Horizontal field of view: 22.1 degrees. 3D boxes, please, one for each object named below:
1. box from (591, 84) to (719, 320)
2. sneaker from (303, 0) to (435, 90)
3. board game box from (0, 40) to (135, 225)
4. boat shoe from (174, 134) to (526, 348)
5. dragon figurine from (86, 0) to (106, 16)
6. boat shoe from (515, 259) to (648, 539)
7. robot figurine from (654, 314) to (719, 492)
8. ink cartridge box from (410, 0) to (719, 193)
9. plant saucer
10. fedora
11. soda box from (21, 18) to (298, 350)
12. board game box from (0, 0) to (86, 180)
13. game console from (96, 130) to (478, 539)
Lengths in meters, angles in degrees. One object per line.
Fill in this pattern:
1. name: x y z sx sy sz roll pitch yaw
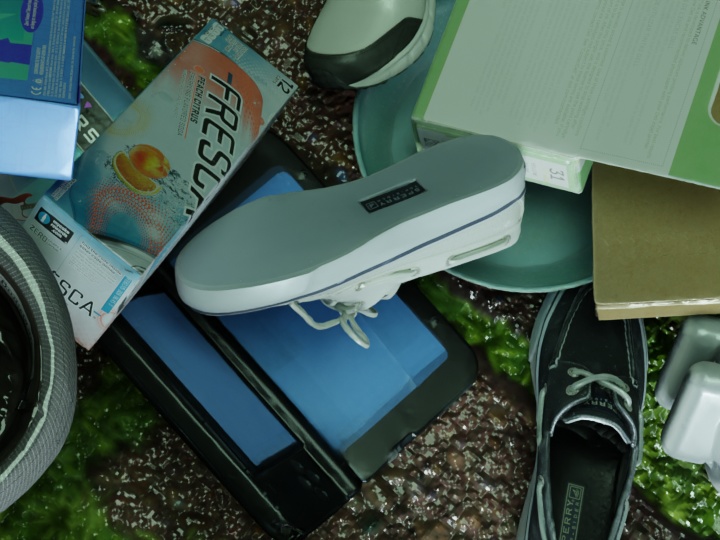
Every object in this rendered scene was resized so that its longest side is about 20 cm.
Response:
1. box: 0.228 -0.056 1.034 0.198 0.021 0.165 -3 65 13
2. sneaker: 0.018 -0.189 1.078 0.073 0.080 0.201 11 56 30
3. board game box: -0.222 -0.053 1.037 0.200 0.047 0.151 -40 84 -17
4. boat shoe: -0.001 -0.003 1.001 0.200 0.087 0.075 -22 41 -17
5. dragon figurine: -0.176 -0.218 1.084 0.198 0.059 0.100 21 72 -3
6. boat shoe: 0.128 0.084 1.040 0.071 0.068 0.202 15 71 -4
7. robot figurine: 0.269 0.082 1.041 0.198 0.114 0.171 12 42 -5
8. ink cartridge box: 0.144 -0.114 1.042 0.198 0.048 0.147 16 67 16
9. plant saucer: 0.092 -0.076 1.091 0.198 0.036 0.202 2 69 -4
10. fedora: -0.232 0.041 0.865 0.198 0.090 0.179 12 79 -12
11. soda box: -0.107 -0.050 0.963 0.063 0.068 0.200 37 40 -4
12. board game box: -0.232 -0.111 0.883 0.198 0.045 0.153 7 35 -10
13. game console: -0.049 0.027 1.009 0.116 0.176 0.200 -44 84 11
